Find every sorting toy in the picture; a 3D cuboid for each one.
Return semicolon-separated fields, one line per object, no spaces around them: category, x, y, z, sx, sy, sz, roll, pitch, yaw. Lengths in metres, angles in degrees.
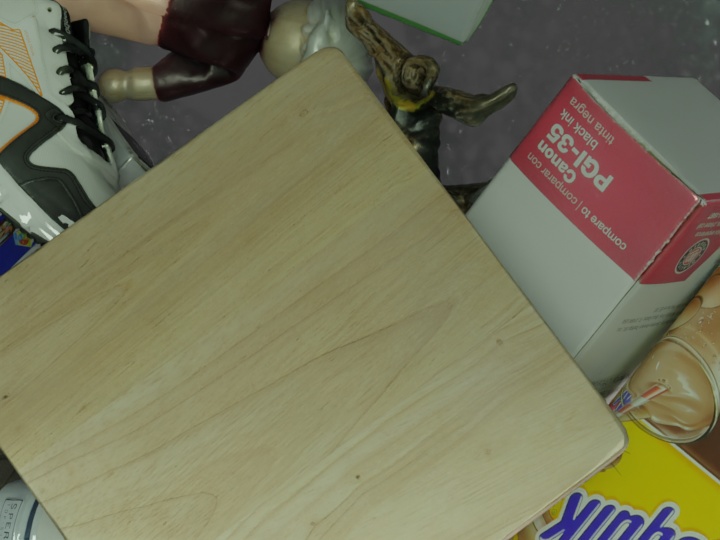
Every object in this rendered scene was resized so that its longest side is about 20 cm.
sorting toy;-0.033;0.052;1.014;0.200;0.070;0.199;-36;81;-7

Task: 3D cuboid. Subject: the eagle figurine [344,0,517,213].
eagle figurine;-0.005;-0.001;1.161;0.151;0.151;0.201;25;78;-30

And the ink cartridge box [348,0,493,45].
ink cartridge box;0.019;-0.222;1.131;0.145;0.084;0.201;22;59;-3

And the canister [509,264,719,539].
canister;0.149;0.104;1.052;0.200;0.087;0.148;-52;53;1

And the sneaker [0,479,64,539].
sneaker;-0.088;0.123;1.126;0.070;0.200;0.073;7;92;22

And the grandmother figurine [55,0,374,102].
grandmother figurine;-0.086;-0.130;1.188;0.199;0.061;0.122;21;130;-7

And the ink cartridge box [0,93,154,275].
ink cartridge box;-0.179;0.004;1.167;0.200;0.095;0.037;-42;126;3

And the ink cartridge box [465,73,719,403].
ink cartridge box;0.088;0.016;1.112;0.083;0.146;0.200;45;112;18

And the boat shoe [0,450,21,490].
boat shoe;-0.129;0.056;1.175;0.074;0.073;0.200;32;80;32

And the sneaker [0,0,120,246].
sneaker;-0.142;-0.073;1.100;0.080;0.074;0.200;-41;60;2
